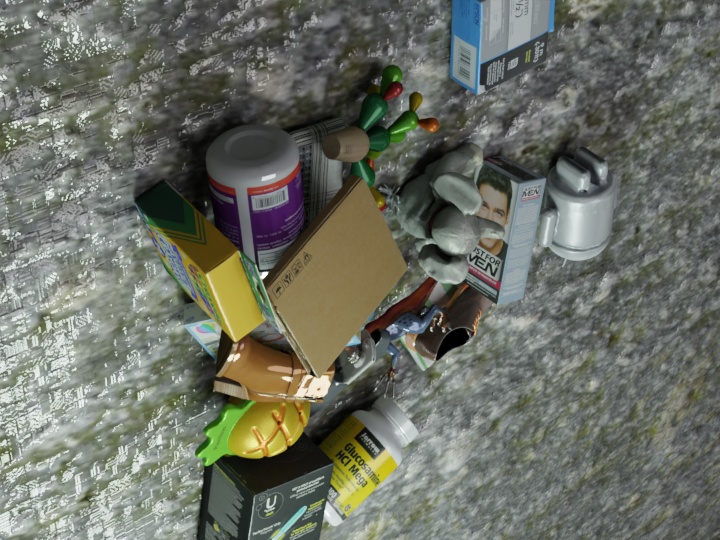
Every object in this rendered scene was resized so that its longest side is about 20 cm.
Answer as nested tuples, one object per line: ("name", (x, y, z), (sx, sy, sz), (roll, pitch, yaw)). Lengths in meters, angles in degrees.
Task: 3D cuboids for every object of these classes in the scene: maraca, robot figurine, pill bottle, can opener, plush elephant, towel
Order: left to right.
("maraca", (-0.149, 0.211, 1.719), (0.199, 0.107, 0.138), (-18, 139, -45))
("pill bottle", (-0.122, -0.068, 1.485), (0.112, 0.112, 0.202), (-28, 135, -27))
("towel", (-0.102, -0.086, 1.592), (0.191, 0.034, 0.202), (-22, 134, -33))
("can opener", (-0.028, 0.151, 1.768), (0.066, 0.053, 0.200), (10, 142, -38))
("pill bottle", (-0.007, 0.296, 1.935), (0.200, 0.112, 0.113), (-43, 142, -11))
("towel", (0.143, 0.055, 1.967), (0.200, 0.023, 0.153), (-45, 141, -8))
("plush elephant", (0.131, -0.075, 1.740), (0.198, 0.155, 0.166), (-9, 126, -42))
("robot figurine", (0.353, -0.099, 1.983), (0.168, 0.113, 0.202), (-26, 136, -22))

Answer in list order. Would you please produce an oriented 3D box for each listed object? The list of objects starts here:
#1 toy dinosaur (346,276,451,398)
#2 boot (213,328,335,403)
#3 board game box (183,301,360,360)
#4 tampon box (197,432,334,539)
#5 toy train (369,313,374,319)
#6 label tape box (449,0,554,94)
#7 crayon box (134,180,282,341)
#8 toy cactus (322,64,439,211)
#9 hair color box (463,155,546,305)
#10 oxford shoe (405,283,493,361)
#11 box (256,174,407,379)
("toy dinosaur", (0.034, 0.079, 1.830), (0.179, 0.105, 0.203), (-4, 104, -23))
("boot", (-0.109, 0.126, 1.581), (0.153, 0.078, 0.201), (9, 150, -5))
("board game box", (-0.114, 0.070, 1.610), (0.198, 0.035, 0.135), (-13, 144, 15))
("tampon box", (-0.145, 0.349, 1.826), (0.149, 0.126, 0.202), (-16, 130, -37))
("toy train", (0.000, 0.000, 1.725), (0.115, 0.084, 0.202), (-13, 134, -53))
("label tape box", (0.216, -0.348, 1.681), (0.199, 0.066, 0.144), (-27, 136, -26))
("crayon box", (-0.181, -0.004, 1.442), (0.051, 0.200, 0.126), (-36, 140, -18))
("toy cactus", (0.016, -0.161, 1.589), (0.164, 0.102, 0.202), (-17, 133, -53))
("hair color box", (0.213, -0.062, 1.865), (0.060, 0.099, 0.202), (-12, 121, -36))
("oxford shoe", (0.166, 0.078, 1.933), (0.199, 0.073, 0.072), (-37, 138, -20))
("box", (-0.030, 0.009, 1.517), (0.200, 0.021, 0.164), (-51, 133, -26))
